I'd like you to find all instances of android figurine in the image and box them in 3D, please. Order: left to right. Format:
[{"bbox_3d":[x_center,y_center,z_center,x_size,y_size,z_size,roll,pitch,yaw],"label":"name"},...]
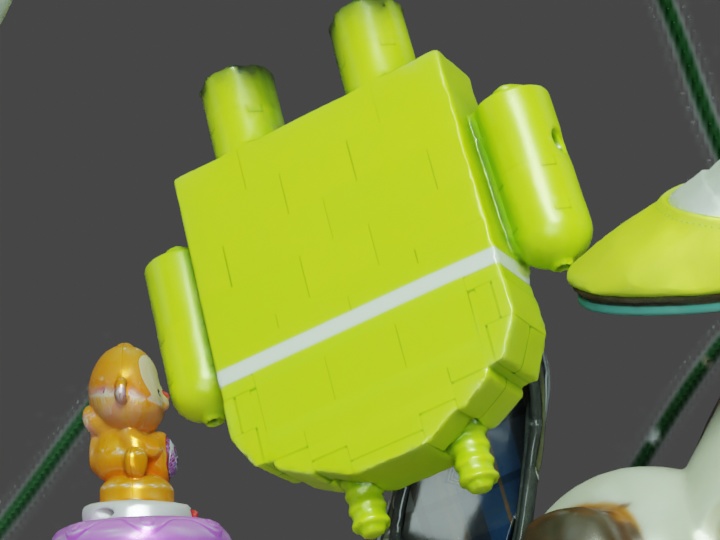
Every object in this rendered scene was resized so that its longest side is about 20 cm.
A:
[{"bbox_3d":[0.000,0.000,0.892,0.182,0.041,0.201,-26,63,19],"label":"android figurine"}]

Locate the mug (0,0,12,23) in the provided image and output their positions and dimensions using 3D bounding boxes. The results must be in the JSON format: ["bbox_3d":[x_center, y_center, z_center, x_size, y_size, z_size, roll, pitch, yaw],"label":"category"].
[{"bbox_3d":[-0.190,-0.136,0.884,0.200,0.147,0.176,31,97,41],"label":"mug"}]

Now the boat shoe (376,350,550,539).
[{"bbox_3d":[0.032,0.114,0.903,0.068,0.057,0.201,9,84,4],"label":"boat shoe"}]

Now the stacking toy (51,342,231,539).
[{"bbox_3d":[-0.084,0.126,0.888,0.109,0.116,0.201,-3,77,5],"label":"stacking toy"}]

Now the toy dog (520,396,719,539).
[{"bbox_3d":[0.150,0.088,0.862,0.200,0.140,0.194,-35,75,-1],"label":"toy dog"}]

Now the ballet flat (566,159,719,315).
[{"bbox_3d":[0.171,-0.023,0.823,0.199,0.067,0.067,-1,108,11],"label":"ballet flat"}]
